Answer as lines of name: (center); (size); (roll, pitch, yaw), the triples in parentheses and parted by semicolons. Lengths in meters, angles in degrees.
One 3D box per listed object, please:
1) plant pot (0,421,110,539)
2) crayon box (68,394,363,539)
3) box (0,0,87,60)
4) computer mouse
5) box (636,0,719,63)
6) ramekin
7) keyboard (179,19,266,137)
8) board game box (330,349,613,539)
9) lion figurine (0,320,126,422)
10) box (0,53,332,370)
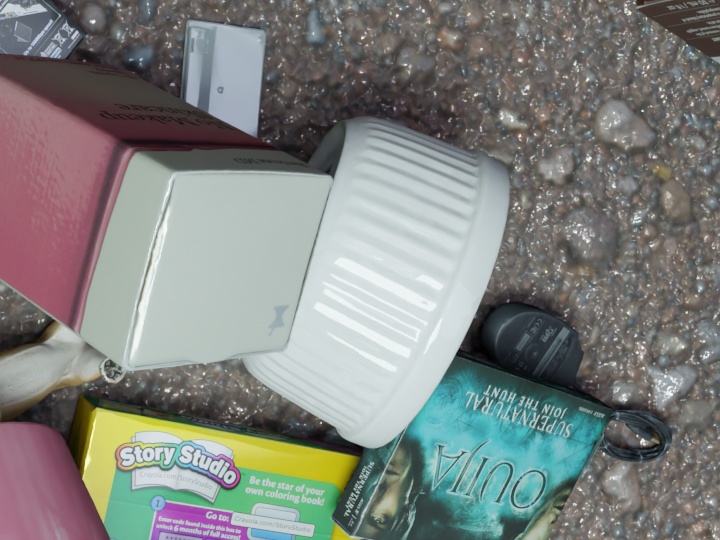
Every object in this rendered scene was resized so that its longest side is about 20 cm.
plant pot: (-0.207, 0.191, 0.746); (0.198, 0.200, 0.181); (-11, 69, -21)
crayon box: (-0.104, 0.188, 0.893); (0.198, 0.058, 0.175); (14, 87, -23)
box: (-0.286, -0.115, 0.806); (0.157, 0.050, 0.201); (39, 79, -19)
computer mouse: (0.161, 0.085, 1.013); (0.199, 0.034, 0.059); (39, 87, -26)
box: (0.317, -0.185, 1.021); (0.198, 0.100, 0.076); (25, 84, -20)
ramekin: (0.000, 0.000, 0.856); (0.104, 0.200, 0.202); (25, 84, -11)
keyboard: (-0.098, -0.063, 0.909); (0.056, 0.011, 0.203); (4, 92, -27)
board game box: (0.082, 0.131, 0.930); (0.199, 0.028, 0.137); (20, 98, -44)
lion figurine: (-0.210, 0.063, 0.829); (0.198, 0.122, 0.073); (-14, 83, -35)
box: (-0.135, -0.039, 0.764); (0.127, 0.199, 0.110); (-4, 116, -51)
